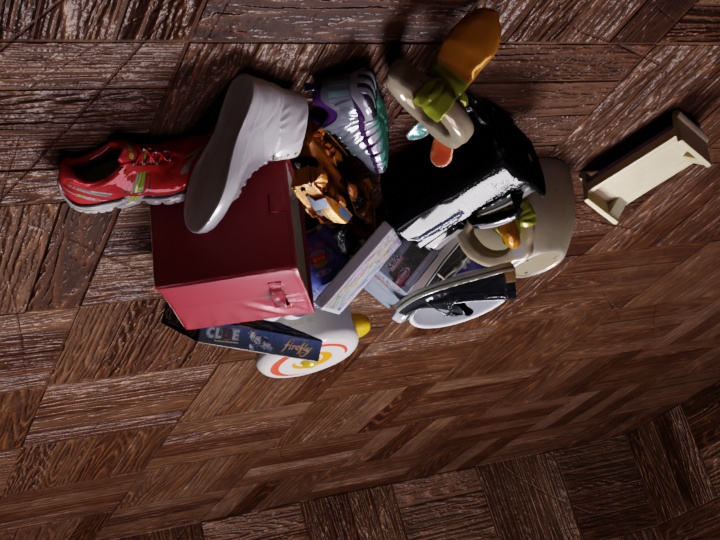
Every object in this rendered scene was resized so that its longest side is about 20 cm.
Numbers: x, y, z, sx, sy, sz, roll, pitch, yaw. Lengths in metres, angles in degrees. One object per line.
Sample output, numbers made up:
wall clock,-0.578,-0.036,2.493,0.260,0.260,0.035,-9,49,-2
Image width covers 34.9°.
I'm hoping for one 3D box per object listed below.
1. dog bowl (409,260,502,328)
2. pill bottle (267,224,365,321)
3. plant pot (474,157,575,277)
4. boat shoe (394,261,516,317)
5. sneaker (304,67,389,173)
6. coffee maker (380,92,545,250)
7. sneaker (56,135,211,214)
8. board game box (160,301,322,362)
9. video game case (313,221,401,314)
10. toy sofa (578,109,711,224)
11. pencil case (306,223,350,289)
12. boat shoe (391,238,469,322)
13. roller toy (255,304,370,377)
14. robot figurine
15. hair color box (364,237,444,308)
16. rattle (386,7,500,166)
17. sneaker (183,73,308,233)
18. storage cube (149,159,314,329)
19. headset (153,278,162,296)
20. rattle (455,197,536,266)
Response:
dog bowl,0.171,0.027,2.059,0.198,0.080,0.200,-15,159,-6
pill bottle,-0.088,0.008,1.764,0.199,0.112,0.111,-28,157,25
plant pot,0.259,-0.068,1.819,0.198,0.136,0.201,-16,159,-6
boat shoe,0.142,0.041,1.711,0.198,0.063,0.074,-17,178,22
sneaker,-0.014,-0.188,1.434,0.086,0.075,0.200,-1,154,9
coffee maker,0.126,-0.137,1.589,0.199,0.135,0.192,-29,117,26
sneaker,-0.264,-0.123,1.368,0.198,0.078,0.085,-17,150,-8
board game box,-0.173,0.089,1.668,0.198,0.035,0.135,13,-178,-34
video game case,0.000,0.000,1.594,0.143,0.018,0.200,-49,173,1
toy sofa,0.446,-0.172,1.810,0.082,0.098,0.199,30,134,-30
pencil case,-0.107,0.001,1.609,0.198,0.088,0.078,-24,-161,-24
boat shoe,0.129,0.018,1.876,0.200,0.068,0.074,-51,-179,-25
roller toy,-0.098,0.099,1.940,0.181,0.141,0.199,-28,157,28
robot figurine,-0.032,-0.105,1.496,0.058,0.147,0.200,-15,151,20
hair color box,0.066,-0.006,1.798,0.099,0.060,0.200,-51,179,-10
rattle,0.113,-0.223,1.408,0.129,0.144,0.200,20,171,24
sneaker,-0.128,-0.128,1.366,0.115,0.074,0.201,6,118,-47
storage cube,-0.163,-0.040,1.468,0.177,0.202,0.171,-8,160,3
headset,-0.205,-0.018,1.633,0.200,0.094,0.123,-45,150,20
rattle,0.154,-0.055,1.710,0.198,0.143,0.132,9,125,21
